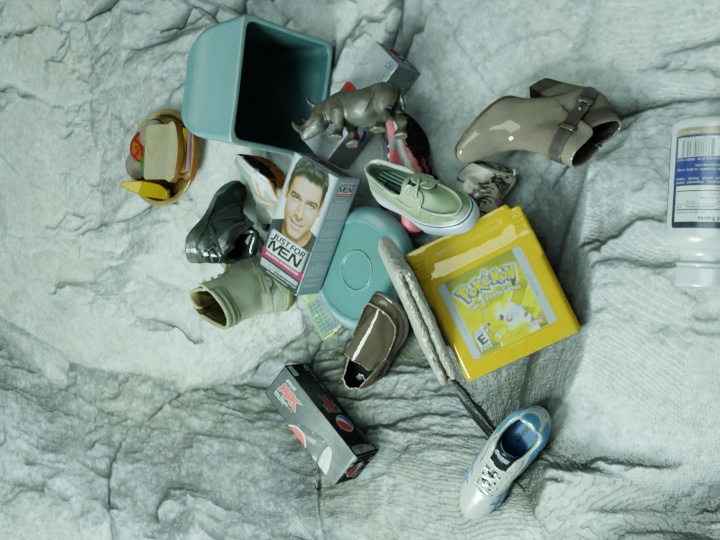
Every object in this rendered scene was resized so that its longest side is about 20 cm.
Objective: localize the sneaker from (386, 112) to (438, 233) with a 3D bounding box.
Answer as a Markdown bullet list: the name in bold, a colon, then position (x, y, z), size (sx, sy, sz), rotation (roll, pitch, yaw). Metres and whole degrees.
- **sneaker**: position (0.064, -0.150, 1.310), size (0.086, 0.073, 0.202), rotation (-26, 75, 32)

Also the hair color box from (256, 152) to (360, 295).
- **hair color box**: position (-0.084, -0.073, 1.346), size (0.099, 0.060, 0.201), rotation (33, 111, 32)

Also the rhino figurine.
- **rhino figurine**: position (-0.019, -0.234, 1.295), size (0.198, 0.060, 0.088), rotation (-3, 72, 30)

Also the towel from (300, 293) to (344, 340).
- **towel**: position (-0.026, 0.006, 1.396), size (0.200, 0.023, 0.144), rotation (-39, 69, 27)

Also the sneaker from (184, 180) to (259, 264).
- **sneaker**: position (-0.211, -0.078, 1.459), size (0.113, 0.200, 0.077), rotation (9, 129, 10)

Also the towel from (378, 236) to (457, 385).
- **towel**: position (0.082, 0.056, 1.224), size (0.034, 0.133, 0.201), rotation (-25, 114, -1)

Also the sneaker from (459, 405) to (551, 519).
- **sneaker**: position (0.195, 0.272, 1.209), size (0.072, 0.072, 0.201), rotation (40, 111, 26)

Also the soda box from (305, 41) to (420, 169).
- **soda box**: position (0.001, -0.258, 1.360), size (0.200, 0.068, 0.064), rotation (-51, 63, 23)

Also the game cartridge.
- **game cartridge**: position (0.182, 0.029, 1.190), size (0.175, 0.032, 0.201), rotation (-27, 92, 14)

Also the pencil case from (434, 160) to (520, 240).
- **pencil case**: position (0.160, -0.065, 1.239), size (0.089, 0.078, 0.202), rotation (22, 101, 13)

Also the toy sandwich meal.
- **toy sandwich meal**: position (-0.382, -0.214, 1.616), size (0.204, 0.070, 0.207), rotation (-1, 88, 34)

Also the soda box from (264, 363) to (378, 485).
- **soda box**: position (-0.066, 0.246, 1.392), size (0.200, 0.063, 0.071), rotation (48, 113, 26)

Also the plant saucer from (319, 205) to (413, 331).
- **plant saucer**: position (0.000, 0.000, 1.339), size (0.199, 0.027, 0.202), rotation (3, 94, 38)

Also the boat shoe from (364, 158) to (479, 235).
- **boat shoe**: position (0.078, -0.104, 1.207), size (0.199, 0.062, 0.072), rotation (23, 75, 42)

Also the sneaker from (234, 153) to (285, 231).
- **sneaker**: position (-0.160, -0.121, 1.464), size (0.200, 0.075, 0.092), rotation (45, 117, 28)

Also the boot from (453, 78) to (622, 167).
- **boot**: position (0.243, -0.182, 1.156), size (0.200, 0.070, 0.146), rotation (-39, 49, -2)

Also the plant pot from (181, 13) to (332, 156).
- **plant pot**: position (-0.192, -0.297, 1.425), size (0.199, 0.195, 0.198), rotation (10, 94, 42)

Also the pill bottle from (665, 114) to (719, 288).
- **pill bottle**: position (0.429, -0.079, 1.038), size (0.110, 0.111, 0.202), rotation (4, 91, 34)

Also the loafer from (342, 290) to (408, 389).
- **loafer**: position (0.018, 0.116, 1.285), size (0.073, 0.071, 0.201), rotation (32, 138, 21)

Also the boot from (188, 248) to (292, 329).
- **boot**: position (-0.229, 0.015, 1.451), size (0.200, 0.154, 0.072), rotation (42, 129, 26)
